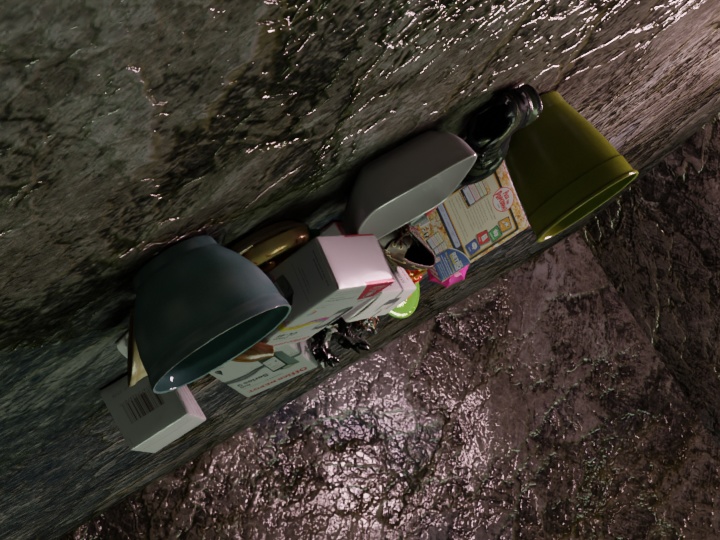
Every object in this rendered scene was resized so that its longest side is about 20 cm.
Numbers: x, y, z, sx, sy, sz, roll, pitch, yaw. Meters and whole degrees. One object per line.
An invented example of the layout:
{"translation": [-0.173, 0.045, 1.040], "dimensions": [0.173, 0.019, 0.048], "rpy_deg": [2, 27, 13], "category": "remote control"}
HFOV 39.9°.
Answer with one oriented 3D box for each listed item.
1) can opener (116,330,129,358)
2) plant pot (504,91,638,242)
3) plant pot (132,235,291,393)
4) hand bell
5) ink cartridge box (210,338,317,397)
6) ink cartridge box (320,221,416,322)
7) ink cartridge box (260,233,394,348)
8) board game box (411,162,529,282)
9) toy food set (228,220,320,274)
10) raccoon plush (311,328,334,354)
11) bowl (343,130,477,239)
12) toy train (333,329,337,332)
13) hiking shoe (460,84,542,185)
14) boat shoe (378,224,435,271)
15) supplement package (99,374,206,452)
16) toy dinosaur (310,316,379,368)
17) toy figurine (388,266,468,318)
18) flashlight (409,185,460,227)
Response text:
{"translation": [-0.285, 0.072, 1.418], "dimensions": [0.199, 0.052, 0.067], "rpy_deg": [-39, -157, 39], "category": "can opener"}
{"translation": [0.327, -0.184, 1.658], "dimensions": [0.199, 0.195, 0.201], "rpy_deg": [-32, 170, -6], "category": "plant pot"}
{"translation": [-0.204, 0.042, 1.241], "dimensions": [0.198, 0.135, 0.200], "rpy_deg": [-32, 171, -5], "category": "plant pot"}
{"translation": [-0.216, 0.107, 1.359], "dimensions": [0.196, 0.106, 0.104], "rpy_deg": [2, 158, -17], "category": "hand bell"}
{"translation": [-0.173, 0.118, 1.605], "dimensions": [0.144, 0.085, 0.200], "rpy_deg": [-23, 151, 11], "category": "ink cartridge box"}
{"translation": [0.000, 0.000, 1.651], "dimensions": [0.084, 0.147, 0.200], "rpy_deg": [-37, 170, 15], "category": "ink cartridge box"}
{"translation": [-0.072, 0.032, 1.420], "dimensions": [0.199, 0.087, 0.147], "rpy_deg": [-36, 164, 33], "category": "ink cartridge box"}
{"translation": [0.190, -0.097, 1.782], "dimensions": [0.198, 0.153, 0.046], "rpy_deg": [-31, -155, -8], "category": "board game box"}
{"translation": [-0.147, -0.007, 1.434], "dimensions": [0.198, 0.049, 0.198], "rpy_deg": [-35, 170, 6], "category": "toy food set"}
{"translation": [-0.063, 0.077, 1.786], "dimensions": [0.200, 0.095, 0.136], "rpy_deg": [-2, 107, -72], "category": "raccoon plush"}
{"translation": [0.058, -0.124, 1.450], "dimensions": [0.198, 0.075, 0.200], "rpy_deg": [-31, 170, -17], "category": "bowl"}
{"translation": [-0.061, 0.082, 1.880], "dimensions": [0.150, 0.056, 0.199], "rpy_deg": [-47, -148, -13], "category": "toy train"}
{"translation": [0.185, -0.205, 1.509], "dimensions": [0.100, 0.076, 0.201], "rpy_deg": [-12, 150, -41], "category": "hiking shoe"}
{"translation": [0.057, -0.053, 1.608], "dimensions": [0.199, 0.070, 0.072], "rpy_deg": [29, 78, -52], "category": "boat shoe"}
{"translation": [-0.363, 0.241, 1.751], "dimensions": [0.116, 0.118, 0.200], "rpy_deg": [-32, 170, -7], "category": "supplement package"}
{"translation": [-0.046, 0.081, 1.664], "dimensions": [0.197, 0.138, 0.102], "rpy_deg": [10, 147, -24], "category": "toy dinosaur"}
{"translation": [0.139, -0.017, 1.934], "dimensions": [0.182, 0.151, 0.201], "rpy_deg": [-20, -157, 40], "category": "toy figurine"}
{"translation": [0.145, -0.155, 1.623], "dimensions": [0.199, 0.068, 0.068], "rpy_deg": [-38, -158, 6], "category": "flashlight"}
